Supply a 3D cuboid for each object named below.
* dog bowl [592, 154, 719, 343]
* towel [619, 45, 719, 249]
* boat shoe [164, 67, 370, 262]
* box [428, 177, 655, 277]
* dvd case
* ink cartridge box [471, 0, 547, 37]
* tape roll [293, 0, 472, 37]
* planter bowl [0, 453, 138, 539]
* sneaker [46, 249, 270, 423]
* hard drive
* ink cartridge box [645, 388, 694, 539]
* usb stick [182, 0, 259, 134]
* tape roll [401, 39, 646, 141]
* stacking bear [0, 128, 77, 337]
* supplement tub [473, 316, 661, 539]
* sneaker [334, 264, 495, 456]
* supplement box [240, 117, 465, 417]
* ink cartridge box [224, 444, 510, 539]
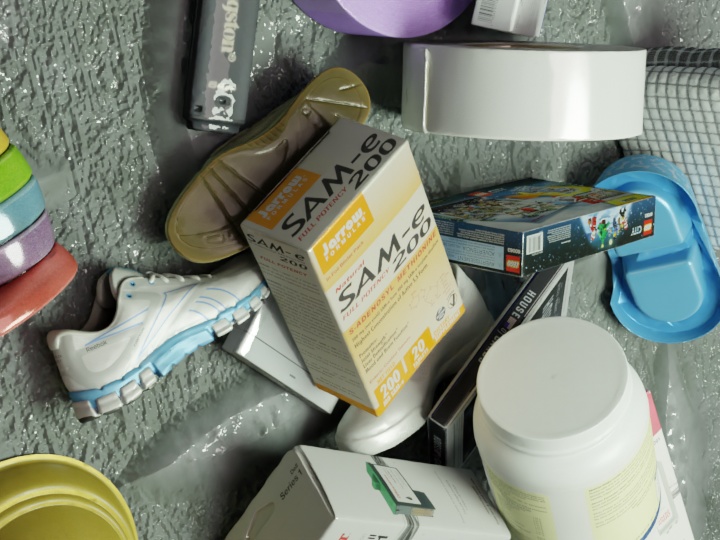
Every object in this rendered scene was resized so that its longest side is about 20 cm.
[{"bbox_3d":[0.281,-0.023,1.475,0.201,0.111,0.050,64,27,-28],"label":"dog bowl"},{"bbox_3d":[0.339,-0.116,1.464,0.086,0.165,0.201,-43,123,-31],"label":"towel"},{"bbox_3d":[-0.076,-0.080,1.207,0.073,0.063,0.201,46,72,-13],"label":"boat shoe"},{"bbox_3d":[0.141,-0.040,1.315,0.199,0.136,0.038,-15,109,-46],"label":"box"},{"bbox_3d":[0.124,0.084,1.370,0.200,0.025,0.151,-51,161,-19],"label":"dvd case"},{"bbox_3d":[0.134,-0.249,1.305,0.200,0.039,0.100,-24,126,-75],"label":"ink cartridge box"},{"bbox_3d":[0.019,-0.288,1.234,0.199,0.065,0.202,-10,106,-38],"label":"tape roll"},{"bbox_3d":[-0.228,0.242,1.131,0.199,0.083,0.202,-9,104,-38],"label":"planter bowl"},{"bbox_3d":[-0.149,0.025,1.162,0.200,0.075,0.087,-37,104,-34],"label":"sneaker"},{"bbox_3d":[-0.022,0.003,1.275,0.132,0.027,0.201,38,75,-45],"label":"hard drive"},{"bbox_3d":[0.233,0.226,1.500,0.146,0.083,0.201,-37,120,-28],"label":"ink cartridge box"},{"bbox_3d":[-0.100,-0.205,1.174,0.055,0.033,0.202,3,98,-39],"label":"usb stick"},{"bbox_3d":[0.131,-0.150,1.265,0.201,0.202,0.071,-7,104,-38],"label":"tape roll"},{"bbox_3d":[-0.279,-0.063,1.017,0.113,0.121,0.201,-34,111,-26],"label":"stacking bear"},{"bbox_3d":[0.173,0.149,1.291,0.145,0.145,0.201,-45,142,-23],"label":"supplement tub"},{"bbox_3d":[0.035,0.072,1.321,0.200,0.075,0.089,-45,122,-35],"label":"sneaker"},{"bbox_3d":[0.000,0.000,1.205,0.126,0.073,0.201,-49,140,-24],"label":"supplement box"},{"bbox_3d":[0.001,0.231,1.278,0.199,0.085,0.147,13,122,-40],"label":"ink cartridge box"}]
